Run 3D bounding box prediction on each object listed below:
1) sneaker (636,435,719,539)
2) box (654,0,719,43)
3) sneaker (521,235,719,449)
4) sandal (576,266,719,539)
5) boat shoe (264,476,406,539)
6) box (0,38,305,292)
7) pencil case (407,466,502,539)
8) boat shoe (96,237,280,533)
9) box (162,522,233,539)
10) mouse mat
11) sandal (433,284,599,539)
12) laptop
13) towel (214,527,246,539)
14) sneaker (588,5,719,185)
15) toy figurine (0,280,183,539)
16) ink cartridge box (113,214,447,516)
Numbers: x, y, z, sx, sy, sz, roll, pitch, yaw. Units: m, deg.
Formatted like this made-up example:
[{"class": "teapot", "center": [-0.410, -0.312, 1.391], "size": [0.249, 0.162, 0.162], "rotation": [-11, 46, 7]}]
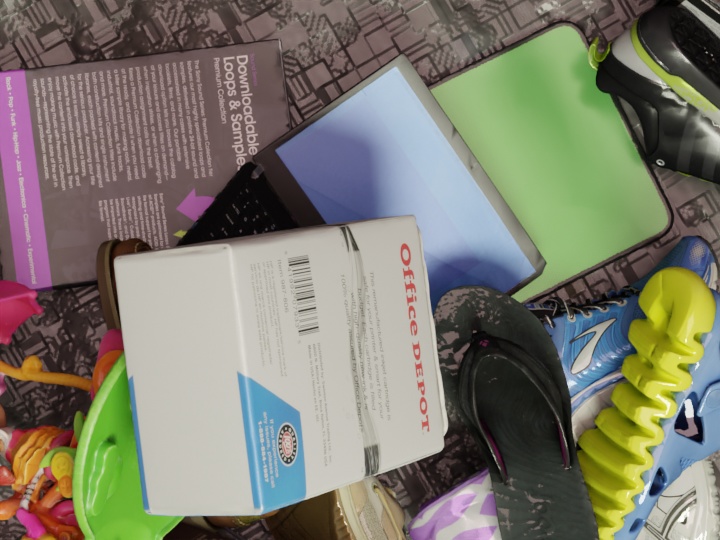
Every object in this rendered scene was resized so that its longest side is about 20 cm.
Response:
[{"class": "sneaker", "center": [0.181, 0.187, 1.436], "size": [0.087, 0.076, 0.200], "rotation": [-1, 86, -6]}, {"class": "box", "center": [0.323, -0.185, 1.467], "size": [0.200, 0.086, 0.164], "rotation": [36, 84, -3]}, {"class": "sneaker", "center": [0.148, 0.043, 1.441], "size": [0.200, 0.079, 0.089], "rotation": [-42, 94, -6]}, {"class": "sandal", "center": [0.191, 0.100, 1.382], "size": [0.087, 0.080, 0.200], "rotation": [16, 110, -26]}, {"class": "boat shoe", "center": [-0.007, 0.164, 1.428], "size": [0.072, 0.065, 0.200], "rotation": [-37, 71, 37]}, {"class": "box", "center": [-0.140, -0.066, 1.442], "size": [0.200, 0.036, 0.143], "rotation": [-7, 89, -5]}, {"class": "pencil case", "center": [0.109, 0.217, 1.398], "size": [0.084, 0.086, 0.200], "rotation": [-29, 79, -11]}, {"class": "boat shoe", "center": [-0.102, 0.066, 1.403], "size": [0.068, 0.072, 0.200], "rotation": [-16, 105, 18]}, {"class": "box", "center": [-0.066, 0.227, 1.360], "size": [0.200, 0.075, 0.100], "rotation": [17, 101, 12]}, {"class": "mouse mat", "center": [0.090, -0.056, 1.477], "size": [0.200, 0.008, 0.161], "rotation": [-26, 90, -6]}, {"class": "sandal", "center": [0.099, 0.094, 1.364], "size": [0.075, 0.048, 0.201], "rotation": [-19, 70, -1]}, {"class": "laptop", "center": [0.000, 0.000, 1.389], "size": [0.177, 0.103, 0.200], "rotation": [54, 40, -16]}, {"class": "towel", "center": [-0.090, 0.275, 1.432], "size": [0.144, 0.023, 0.200], "rotation": [35, 84, -3]}, {"class": "sneaker", "center": [0.230, -0.090, 1.473], "size": [0.200, 0.072, 0.083], "rotation": [46, 126, -13]}, {"class": "toy figurine", "center": [-0.194, 0.088, 1.326], "size": [0.184, 0.150, 0.200], "rotation": [21, 96, 28]}, {"class": "ink cartridge box", "center": [-0.041, 0.050, 1.266], "size": [0.084, 0.200, 0.145], "rotation": [-5, 93, 32]}]
